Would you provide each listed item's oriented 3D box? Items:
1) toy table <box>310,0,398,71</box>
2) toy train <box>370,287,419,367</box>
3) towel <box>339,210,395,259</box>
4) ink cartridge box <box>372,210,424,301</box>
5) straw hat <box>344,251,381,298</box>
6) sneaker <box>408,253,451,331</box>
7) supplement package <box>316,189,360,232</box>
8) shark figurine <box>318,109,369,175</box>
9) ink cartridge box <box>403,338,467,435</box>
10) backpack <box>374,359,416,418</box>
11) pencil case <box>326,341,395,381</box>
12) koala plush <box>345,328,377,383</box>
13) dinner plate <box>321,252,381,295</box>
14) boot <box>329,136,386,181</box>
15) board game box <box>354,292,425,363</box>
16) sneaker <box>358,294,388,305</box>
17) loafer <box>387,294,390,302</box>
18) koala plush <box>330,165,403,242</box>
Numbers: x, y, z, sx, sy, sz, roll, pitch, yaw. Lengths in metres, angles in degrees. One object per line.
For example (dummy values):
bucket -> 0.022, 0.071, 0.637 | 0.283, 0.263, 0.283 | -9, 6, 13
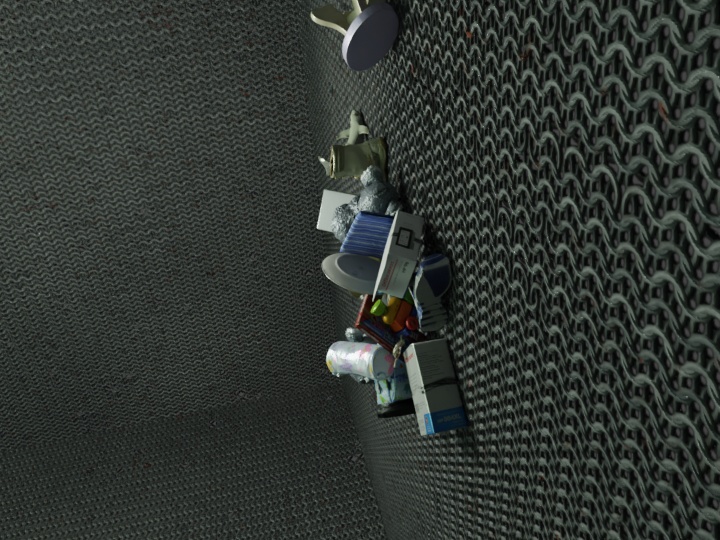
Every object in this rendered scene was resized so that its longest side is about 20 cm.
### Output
toy table -> -0.002, -0.540, 1.372 | 0.117, 0.183, 0.200 | 62, 156, 10
toy train -> 0.073, 0.115, 1.504 | 0.085, 0.115, 0.201 | -33, 28, 57
towel -> 0.040, -0.082, 1.576 | 0.200, 0.144, 0.024 | 120, 156, -59
ink cartridge box -> 0.084, -0.024, 1.394 | 0.200, 0.068, 0.116 | -74, 0, -48
straw hat -> 0.036, -0.020, 1.756 | 0.201, 0.085, 0.202 | -9, -79, -60
sneaker -> 0.139, 0.029, 1.368 | 0.200, 0.080, 0.115 | 86, 168, -46
supplement package -> -0.035, -0.169, 1.868 | 0.200, 0.116, 0.118 | -20, -58, -75
shark figurine -> -0.026, -0.376, 1.947 | 0.128, 0.215, 0.089 | 33, -178, 39
ink cartridge box -> 0.167, 0.268, 1.450 | 0.146, 0.084, 0.201 | 108, 151, -73
backpack -> 0.110, 0.263, 1.643 | 0.154, 0.162, 0.201 | 124, 139, -54
pencil case -> -0.001, 0.228, 1.603 | 0.200, 0.091, 0.083 | -5, 140, 49
koala plush -> 0.025, 0.240, 1.783 | 0.178, 0.183, 0.200 | 66, -173, 14
dinner plate -> 0.000, 0.000, 1.612 | 0.200, 0.199, 0.024 | -112, 33, -56
boot -> -0.007, -0.268, 1.743 | 0.072, 0.154, 0.201 | -109, 12, -45
board game box -> 0.077, 0.150, 1.558 | 0.019, 0.200, 0.103 | -33, 28, 42
sneaker -> 0.076, 0.118, 1.743 | 0.200, 0.074, 0.089 | 33, -158, -42
loafer -> 0.108, 0.068, 1.678 | 0.200, 0.075, 0.069 | -96, 0, -55
koala plush -> 0.033, -0.156, 1.632 | 0.200, 0.183, 0.178 | -47, 62, 55
